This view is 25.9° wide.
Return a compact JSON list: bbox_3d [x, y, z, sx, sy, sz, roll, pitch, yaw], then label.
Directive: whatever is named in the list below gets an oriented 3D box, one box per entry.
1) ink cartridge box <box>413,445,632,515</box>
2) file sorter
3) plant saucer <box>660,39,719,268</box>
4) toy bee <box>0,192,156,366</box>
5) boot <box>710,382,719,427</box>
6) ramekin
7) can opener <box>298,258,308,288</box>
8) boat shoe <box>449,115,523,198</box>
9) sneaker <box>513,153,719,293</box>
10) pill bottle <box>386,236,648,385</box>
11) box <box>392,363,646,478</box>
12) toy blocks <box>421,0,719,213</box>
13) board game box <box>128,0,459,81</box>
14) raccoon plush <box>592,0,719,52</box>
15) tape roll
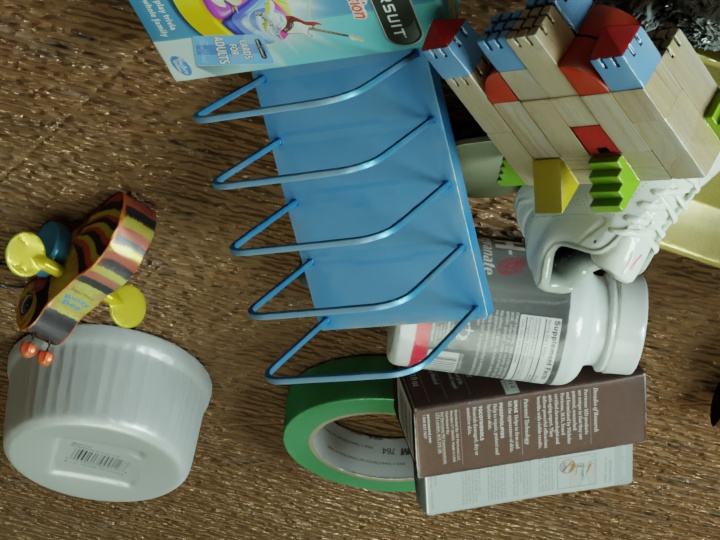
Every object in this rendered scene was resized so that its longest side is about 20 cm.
[{"bbox_3d":[0.145,0.133,1.422,0.198,0.057,0.164,-10,118,-11],"label":"ink cartridge box"},{"bbox_3d":[-0.013,-0.037,1.057,0.138,0.123,0.202,-5,108,29],"label":"file sorter"},{"bbox_3d":[0.258,-0.085,1.113,0.199,0.049,0.200,17,145,-17],"label":"plant saucer"},{"bbox_3d":[-0.241,0.022,1.299,0.130,0.109,0.200,15,146,-18],"label":"toy bee"},{"bbox_3d":[0.431,0.113,1.380,0.198,0.065,0.187,11,160,-2],"label":"boot"},{"bbox_3d":[-0.246,0.143,1.495,0.199,0.098,0.201,4,148,3],"label":"ramekin"},{"bbox_3d":[0.000,0.000,1.215,0.052,0.067,0.200,9,174,-20],"label":"can opener"},{"bbox_3d":[0.054,-0.086,1.126,0.200,0.064,0.074,-9,147,27],"label":"boat shoe"},{"bbox_3d":[0.189,-0.042,1.048,0.078,0.100,0.200,23,140,-32],"label":"sneaker"},{"bbox_3d":[0.125,0.032,1.257,0.198,0.111,0.111,7,148,-3],"label":"pill bottle"},{"bbox_3d":[0.133,0.107,1.324,0.198,0.100,0.076,-7,117,-8],"label":"box"},{"bbox_3d":[0.130,-0.118,0.959,0.199,0.100,0.137,1,141,50],"label":"toy blocks"},{"bbox_3d":[-0.051,-0.195,0.987,0.198,0.047,0.151,-5,146,17],"label":"board game box"},{"bbox_3d":[0.245,-0.162,0.982,0.199,0.097,0.134,10,163,45],"label":"raccoon plush"},{"bbox_3d":[0.025,0.152,1.517,0.199,0.048,0.201,3,147,2],"label":"tape roll"}]
